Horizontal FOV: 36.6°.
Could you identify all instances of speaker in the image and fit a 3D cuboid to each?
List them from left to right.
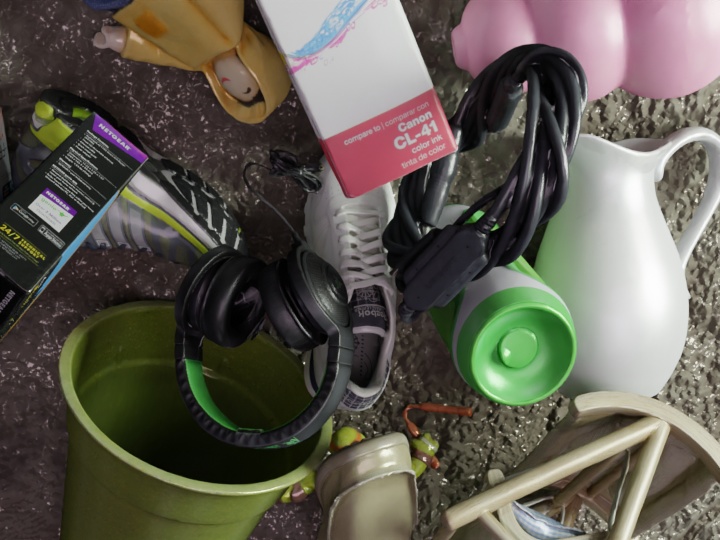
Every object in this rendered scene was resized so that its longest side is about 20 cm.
[{"bbox_3d":[0.086,0.017,0.773,0.087,0.200,0.089,-3,112,-9],"label":"speaker"}]

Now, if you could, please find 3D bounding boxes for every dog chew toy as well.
[{"bbox_3d":[0.163,-0.174,0.763,0.198,0.125,0.126,-11,113,3],"label":"dog chew toy"}]

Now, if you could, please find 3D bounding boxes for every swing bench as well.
[{"bbox_3d":[0.149,0.197,0.832,0.200,0.199,0.130,-38,74,-26],"label":"swing bench"}]

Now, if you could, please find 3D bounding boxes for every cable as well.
[{"bbox_3d":[0.081,-0.066,0.700,0.050,0.164,0.200,26,130,-15],"label":"cable"}]

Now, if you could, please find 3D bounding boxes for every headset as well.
[{"bbox_3d":[-0.058,0.019,0.737,0.122,0.094,0.202,0,81,22],"label":"headset"}]

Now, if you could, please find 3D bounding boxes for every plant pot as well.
[{"bbox_3d":[-0.144,0.158,0.810,0.198,0.201,0.191,15,120,-15],"label":"plant pot"}]

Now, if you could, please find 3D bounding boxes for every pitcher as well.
[{"bbox_3d":[0.212,-0.009,0.839,0.170,0.121,0.202,-6,100,-16],"label":"pitcher"}]

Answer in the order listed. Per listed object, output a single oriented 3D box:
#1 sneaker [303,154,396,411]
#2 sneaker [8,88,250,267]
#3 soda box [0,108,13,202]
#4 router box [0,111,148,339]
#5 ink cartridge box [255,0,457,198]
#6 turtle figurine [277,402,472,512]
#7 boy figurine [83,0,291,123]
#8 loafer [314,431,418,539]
[{"bbox_3d":[0.000,0.000,0.786,0.076,0.080,0.202,0,81,-10],"label":"sneaker"},{"bbox_3d":[-0.163,-0.042,0.785,0.200,0.074,0.081,39,111,-16],"label":"sneaker"},{"bbox_3d":[-0.338,-0.068,0.719,0.198,0.064,0.069,-1,111,3],"label":"soda box"},{"bbox_3d":[-0.231,0.006,0.697,0.051,0.150,0.200,40,130,-11],"label":"router box"},{"bbox_3d":[-0.018,-0.169,0.711,0.085,0.148,0.201,-21,114,4],"label":"ink cartridge box"},{"bbox_3d":[0.006,0.190,0.898,0.198,0.064,0.163,-12,112,-6],"label":"turtle figurine"},{"bbox_3d":[-0.130,-0.167,0.722,0.124,0.065,0.199,-18,140,42],"label":"boy figurine"},{"bbox_3d":[0.009,0.188,0.789,0.075,0.069,0.201,-17,144,-17],"label":"loafer"}]
